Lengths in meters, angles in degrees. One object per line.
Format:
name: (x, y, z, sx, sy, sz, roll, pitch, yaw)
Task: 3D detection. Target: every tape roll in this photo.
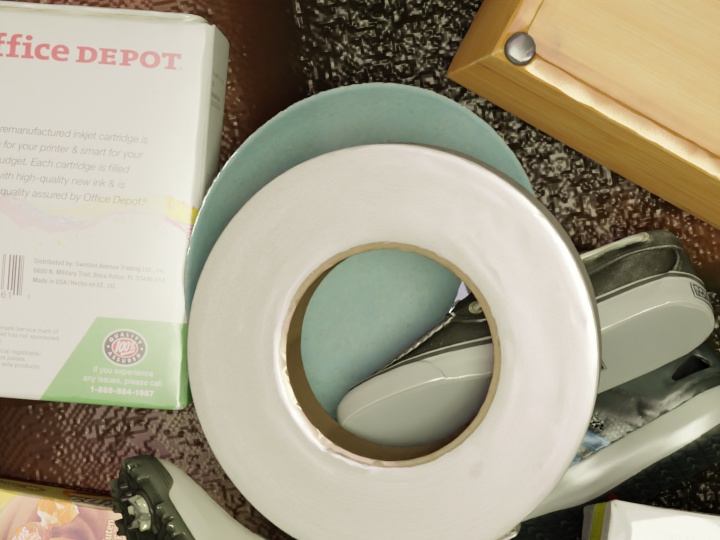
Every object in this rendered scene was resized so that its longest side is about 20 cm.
tape roll: (0.017, 0.040, 0.808, 0.202, 0.037, 0.204, 1, 96, 10)

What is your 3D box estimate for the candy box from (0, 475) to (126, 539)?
candy box: (-0.174, 0.217, 0.905, 0.115, 0.055, 0.201, 10, 91, 2)

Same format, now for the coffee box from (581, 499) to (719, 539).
coffee box: (0.186, 0.216, 0.749, 0.198, 0.198, 0.201, 9, 82, 6)

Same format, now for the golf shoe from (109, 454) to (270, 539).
golf shoe: (-0.040, 0.161, 0.795, 0.088, 0.077, 0.200, -35, 82, -34)

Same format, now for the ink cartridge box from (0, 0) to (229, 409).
ink cartridge box: (-0.150, -0.035, 0.890, 0.144, 0.088, 0.201, 4, 92, 2)

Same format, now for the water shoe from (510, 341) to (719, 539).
water shoe: (0.104, 0.097, 0.901, 0.199, 0.072, 0.079, -25, 61, 3)

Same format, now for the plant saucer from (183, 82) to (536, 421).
plant saucer: (0.000, 0.000, 0.886, 0.200, 0.039, 0.202, -5, 104, -20)

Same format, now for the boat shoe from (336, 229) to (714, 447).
boat shoe: (0.079, 0.038, 0.867, 0.199, 0.071, 0.064, -20, 51, 5)

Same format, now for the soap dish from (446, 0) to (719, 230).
soap dish: (0.167, -0.124, 0.881, 0.199, 0.081, 0.158, 29, 91, 1)
